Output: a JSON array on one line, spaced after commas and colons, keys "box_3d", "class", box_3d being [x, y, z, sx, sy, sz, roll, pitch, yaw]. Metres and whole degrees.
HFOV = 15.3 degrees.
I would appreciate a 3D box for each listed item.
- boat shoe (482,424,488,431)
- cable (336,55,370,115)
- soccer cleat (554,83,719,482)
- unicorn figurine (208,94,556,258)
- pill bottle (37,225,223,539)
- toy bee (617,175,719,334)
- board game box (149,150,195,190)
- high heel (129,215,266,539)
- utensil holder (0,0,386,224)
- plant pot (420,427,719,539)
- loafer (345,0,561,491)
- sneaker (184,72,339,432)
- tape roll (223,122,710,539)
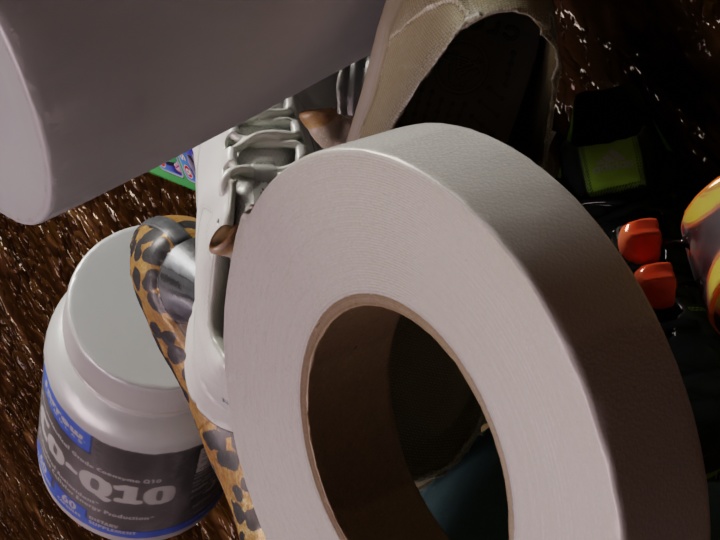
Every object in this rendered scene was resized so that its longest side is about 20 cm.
[{"box_3d": [0.045, 0.044, 1.109, 0.066, 0.074, 0.200, 17, 139, 41], "class": "boat shoe"}, {"box_3d": [0.000, 0.000, 1.139, 0.050, 0.097, 0.200, 3, 133, 22], "class": "cable"}, {"box_3d": [0.086, 0.004, 0.883, 0.200, 0.067, 0.081, -90, -9, -64], "class": "soccer cleat"}, {"box_3d": [0.007, 0.016, 1.003, 0.137, 0.200, 0.074, 46, 177, -29], "class": "unicorn figurine"}, {"box_3d": [-0.115, 0.061, 1.438, 0.114, 0.114, 0.200, 53, 158, 17], "class": "pill bottle"}, {"box_3d": [0.132, -0.001, 0.799, 0.131, 0.109, 0.200, -100, -2, -63], "class": "toy bee"}, {"box_3d": [-0.100, -0.128, 1.274, 0.135, 0.029, 0.200, 25, 140, 58], "class": "board game box"}, {"box_3d": [-0.052, 0.070, 1.257, 0.143, 0.071, 0.200, 42, 151, 46], "class": "high heel"}, {"box_3d": [-0.069, -0.129, 0.965, 0.170, 0.200, 0.170, 47, 156, 29], "class": "utensil holder"}, {"box_3d": [0.103, 0.113, 0.956, 0.200, 0.200, 0.135, 42, 117, 39], "class": "plant pot"}, {"box_3d": [0.023, -0.015, 0.913, 0.068, 0.076, 0.200, -124, 42, -75], "class": "loafer"}, {"box_3d": [-0.037, -0.035, 1.112, 0.087, 0.074, 0.200, 115, 153, -80], "class": "sneaker"}, {"box_3d": [0.027, 0.054, 0.831, 0.203, 0.037, 0.203, 30, 129, 46], "class": "tape roll"}]
